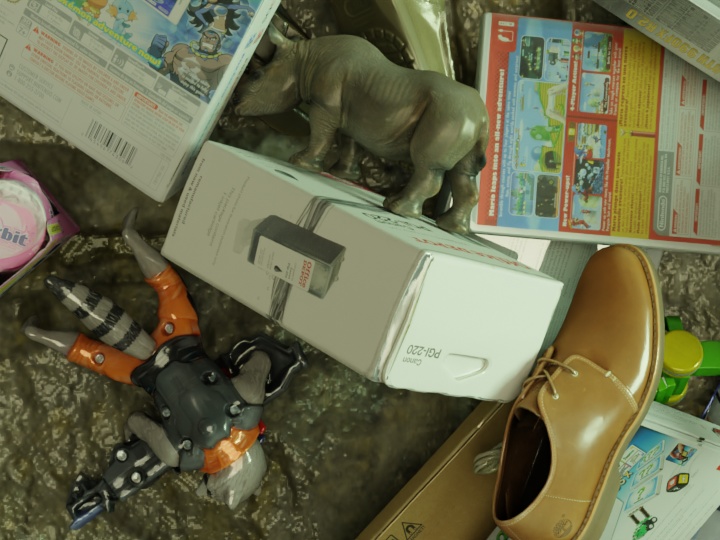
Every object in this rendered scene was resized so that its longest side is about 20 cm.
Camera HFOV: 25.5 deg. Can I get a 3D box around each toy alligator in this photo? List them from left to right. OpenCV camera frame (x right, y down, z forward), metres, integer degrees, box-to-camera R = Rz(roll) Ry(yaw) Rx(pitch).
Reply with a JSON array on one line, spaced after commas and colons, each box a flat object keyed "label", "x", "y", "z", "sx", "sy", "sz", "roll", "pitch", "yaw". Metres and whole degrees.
[{"label": "toy alligator", "x": 0.154, "y": 0.071, "z": 1.031, "sx": 0.200, "sy": 0.059, "sz": 0.054, "roll": -21, "pitch": 64, "yaw": -10}]

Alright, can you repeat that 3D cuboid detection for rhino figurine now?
[{"label": "rhino figurine", "x": -0.006, "y": -0.100, "z": 0.993, "sx": 0.200, "sy": 0.060, "sz": 0.087, "roll": 27, "pitch": 101, "yaw": 25}]

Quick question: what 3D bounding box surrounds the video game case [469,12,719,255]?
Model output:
[{"label": "video game case", "x": 0.171, "y": -0.087, "z": 1.030, "sx": 0.200, "sy": 0.017, "sz": 0.143, "roll": 5, "pitch": 87, "yaw": -7}]

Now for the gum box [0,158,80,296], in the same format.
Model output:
[{"label": "gum box", "x": -0.275, "y": 0.009, "z": 1.027, "sx": 0.200, "sy": 0.114, "sz": 0.066, "roll": -40, "pitch": 96, "yaw": 2}]

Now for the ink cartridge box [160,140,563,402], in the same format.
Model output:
[{"label": "ink cartridge box", "x": 0.000, "y": 0.000, "z": 0.972, "sx": 0.200, "sy": 0.146, "sz": 0.085, "roll": 30, "pitch": 102, "yaw": 39}]

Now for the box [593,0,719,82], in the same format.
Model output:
[{"label": "box", "x": 0.255, "y": -0.193, "z": 1.022, "sx": 0.200, "sy": 0.048, "sz": 0.158, "roll": 31, "pitch": 60, "yaw": -5}]

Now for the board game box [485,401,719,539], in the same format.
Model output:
[{"label": "board game box", "x": 0.152, "y": 0.173, "z": 1.037, "sx": 0.126, "sy": 0.035, "sz": 0.200, "roll": 22, "pitch": 113, "yaw": -37}]

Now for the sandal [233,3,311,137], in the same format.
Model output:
[{"label": "sandal", "x": -0.085, "y": -0.176, "z": 1.050, "sx": 0.082, "sy": 0.055, "sz": 0.200, "roll": -40, "pitch": 111, "yaw": 8}]

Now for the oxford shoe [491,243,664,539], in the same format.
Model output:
[{"label": "oxford shoe", "x": 0.129, "y": 0.070, "z": 0.953, "sx": 0.071, "sy": 0.071, "sz": 0.200, "roll": 28, "pitch": 72, "yaw": -37}]

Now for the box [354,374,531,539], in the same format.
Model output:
[{"label": "box", "x": 0.093, "y": 0.185, "z": 1.082, "sx": 0.200, "sy": 0.021, "sz": 0.163, "roll": -47, "pitch": 118, "yaw": 2}]

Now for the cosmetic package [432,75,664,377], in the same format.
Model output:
[{"label": "cosmetic package", "x": 0.126, "y": -0.029, "z": 1.071, "sx": 0.151, "sy": 0.052, "sz": 0.200, "roll": 16, "pitch": 95, "yaw": -7}]

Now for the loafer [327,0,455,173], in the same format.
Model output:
[{"label": "loafer", "x": 0.027, "y": -0.161, "z": 1.037, "sx": 0.067, "sy": 0.076, "sz": 0.200, "roll": -28, "pitch": 105, "yaw": -37}]

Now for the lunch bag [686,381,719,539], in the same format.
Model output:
[{"label": "lunch bag", "x": 0.311, "y": 0.168, "z": 1.069, "sx": 0.200, "sy": 0.124, "sz": 0.170, "roll": 23, "pitch": 95, "yaw": 10}]

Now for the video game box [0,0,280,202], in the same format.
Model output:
[{"label": "video game box", "x": -0.161, "y": -0.172, "z": 1.001, "sx": 0.200, "sy": 0.047, "sz": 0.182, "roll": 34, "pitch": 119, "yaw": 5}]

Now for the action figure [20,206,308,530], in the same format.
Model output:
[{"label": "action figure", "x": -0.143, "y": 0.088, "z": 1.050, "sx": 0.200, "sy": 0.105, "sz": 0.193, "roll": -44, "pitch": 87, "yaw": 0}]
